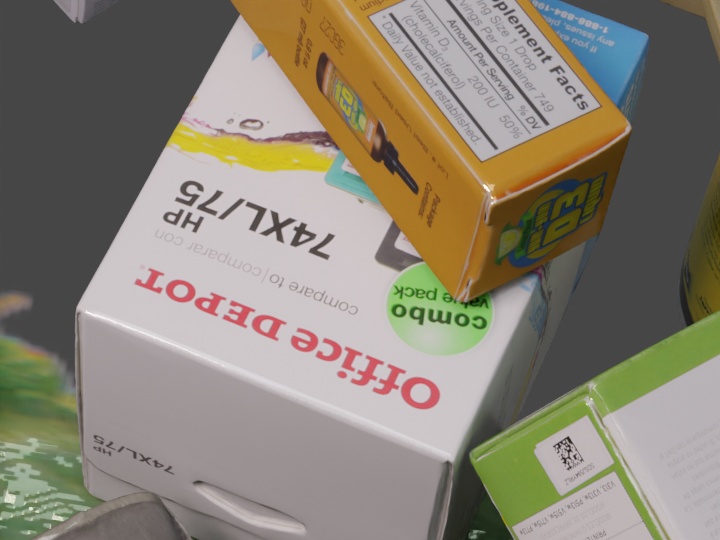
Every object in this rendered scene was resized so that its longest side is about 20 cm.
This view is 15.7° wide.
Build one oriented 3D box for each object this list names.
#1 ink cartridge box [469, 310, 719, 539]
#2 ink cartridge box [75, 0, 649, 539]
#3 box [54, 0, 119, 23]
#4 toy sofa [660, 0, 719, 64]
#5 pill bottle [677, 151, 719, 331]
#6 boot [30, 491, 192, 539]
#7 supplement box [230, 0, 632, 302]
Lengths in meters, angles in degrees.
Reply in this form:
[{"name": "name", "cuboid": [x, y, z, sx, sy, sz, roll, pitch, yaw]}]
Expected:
[{"name": "ink cartridge box", "cuboid": [0.151, 0.112, 0.888, 0.148, 0.076, 0.200, -24, 83, -39]}, {"name": "ink cartridge box", "cuboid": [0.000, 0.000, 0.989, 0.147, 0.146, 0.200, 21, 60, 8]}, {"name": "box", "cuboid": [-0.069, -0.230, 1.105, 0.200, 0.177, 0.097, -37, 69, -23]}, {"name": "toy sofa", "cuboid": [0.129, -0.154, 1.072, 0.098, 0.083, 0.200, -29, 28, -15]}, {"name": "pill bottle", "cuboid": [0.191, -0.031, 0.993, 0.112, 0.200, 0.113, 2, 59, -4]}, {"name": "boot", "cuboid": [-0.089, 0.192, 0.887, 0.182, 0.073, 0.200, -33, 64, -18]}, {"name": "supplement box", "cuboid": [0.010, -0.088, 0.919, 0.069, 0.067, 0.200, -23, 63, -21]}]
